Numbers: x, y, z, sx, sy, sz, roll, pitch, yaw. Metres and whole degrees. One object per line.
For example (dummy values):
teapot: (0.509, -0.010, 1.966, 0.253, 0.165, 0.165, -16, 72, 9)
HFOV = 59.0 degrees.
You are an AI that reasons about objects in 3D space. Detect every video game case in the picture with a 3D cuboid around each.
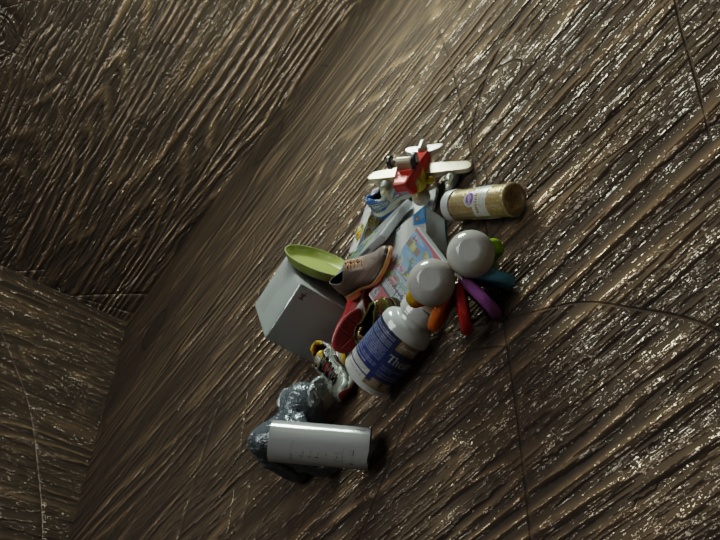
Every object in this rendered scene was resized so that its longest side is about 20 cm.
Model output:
video game case: (0.034, -0.073, 1.538, 0.182, 0.022, 0.200, -42, 7, 38)
video game case: (0.104, 0.030, 1.340, 0.201, 0.017, 0.143, -55, 49, 27)

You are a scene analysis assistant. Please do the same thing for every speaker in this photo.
speaker: (-0.079, 0.336, 1.228, 0.081, 0.198, 0.082, 3, -90, -87)

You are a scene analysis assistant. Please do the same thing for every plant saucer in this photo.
plant saucer: (-0.107, -0.013, 1.658, 0.031, 0.198, 0.200, -70, 23, 15)

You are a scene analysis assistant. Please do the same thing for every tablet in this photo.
tablet: (0.114, -0.120, 1.568, 0.199, 0.014, 0.131, -24, 43, 50)

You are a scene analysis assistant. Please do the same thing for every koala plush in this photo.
koala plush: (-0.138, 0.327, 1.383, 0.177, 0.183, 0.201, -28, 36, 46)

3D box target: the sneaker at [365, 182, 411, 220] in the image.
sneaker: (0.092, -0.218, 1.615, 0.200, 0.085, 0.077, -44, 26, 17)

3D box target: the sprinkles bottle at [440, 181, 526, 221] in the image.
sprinkles bottle: (0.245, -0.137, 1.289, 0.199, 0.068, 0.069, 3, 65, 61)

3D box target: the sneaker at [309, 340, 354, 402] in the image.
sneaker: (-0.072, 0.230, 1.464, 0.078, 0.082, 0.200, -54, 28, 9)

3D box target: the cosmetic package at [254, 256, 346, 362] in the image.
cosmetic package: (-0.152, 0.099, 1.647, 0.167, 0.167, 0.200, -55, 25, 9)

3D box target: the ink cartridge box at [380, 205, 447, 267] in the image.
ink cartridge box: (0.103, -0.038, 1.441, 0.200, 0.068, 0.117, -39, 33, 36)

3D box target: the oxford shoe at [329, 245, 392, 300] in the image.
oxford shoe: (0.000, 0.000, 1.420, 0.200, 0.073, 0.072, -44, 26, 42)

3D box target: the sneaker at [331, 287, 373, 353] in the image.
sneaker: (-0.013, 0.106, 1.518, 0.201, 0.078, 0.115, -53, 16, -13)

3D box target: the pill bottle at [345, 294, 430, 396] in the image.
pill bottle: (0.068, 0.144, 1.269, 0.200, 0.110, 0.111, -52, 27, 17)

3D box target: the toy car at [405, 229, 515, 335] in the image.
toy car: (0.187, 0.033, 1.138, 0.199, 0.175, 0.151, -36, 72, 5)

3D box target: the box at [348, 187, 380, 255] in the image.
box: (0.024, -0.127, 1.706, 0.039, 0.041, 0.201, -10, 54, 57)

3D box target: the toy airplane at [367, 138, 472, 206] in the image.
toy airplane: (0.136, -0.224, 1.499, 0.198, 0.142, 0.200, -19, 20, -17)

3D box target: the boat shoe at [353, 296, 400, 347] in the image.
boat shoe: (0.016, 0.137, 1.363, 0.072, 0.067, 0.201, 51, 128, 43)
